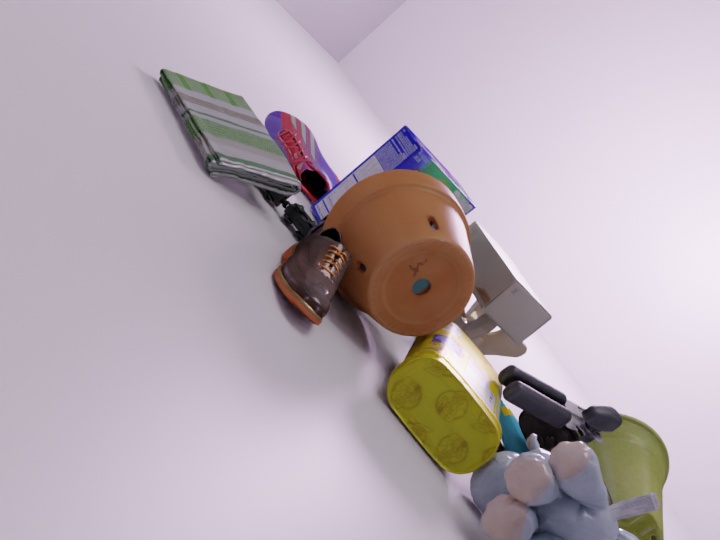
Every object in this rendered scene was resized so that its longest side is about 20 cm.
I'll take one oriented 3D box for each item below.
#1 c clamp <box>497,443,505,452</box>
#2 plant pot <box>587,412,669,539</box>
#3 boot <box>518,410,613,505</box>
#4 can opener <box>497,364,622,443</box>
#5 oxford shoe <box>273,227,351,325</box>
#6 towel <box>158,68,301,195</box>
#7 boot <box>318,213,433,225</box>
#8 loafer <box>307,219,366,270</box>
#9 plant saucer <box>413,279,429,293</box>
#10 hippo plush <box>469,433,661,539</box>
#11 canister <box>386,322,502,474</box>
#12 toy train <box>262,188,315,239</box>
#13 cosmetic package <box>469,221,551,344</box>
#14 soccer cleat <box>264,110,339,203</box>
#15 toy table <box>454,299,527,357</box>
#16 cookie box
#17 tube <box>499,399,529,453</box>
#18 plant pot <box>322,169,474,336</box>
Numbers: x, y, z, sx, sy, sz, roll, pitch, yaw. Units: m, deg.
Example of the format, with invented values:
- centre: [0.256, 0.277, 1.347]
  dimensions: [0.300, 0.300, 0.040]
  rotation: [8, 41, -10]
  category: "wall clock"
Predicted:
- centre: [0.158, 0.212, 1.303]
  dimensions: [0.200, 0.027, 0.172]
  rotation: [31, 29, -60]
  category: "c clamp"
- centre: [0.381, 0.351, 1.369]
  dimensions: [0.201, 0.200, 0.184]
  rotation: [47, 24, -14]
  category: "plant pot"
- centre: [0.233, 0.272, 1.179]
  dimensions: [0.173, 0.069, 0.200]
  rotation: [-4, 49, -43]
  category: "boot"
- centre: [0.270, 0.173, 1.195]
  dimensions: [0.199, 0.067, 0.054]
  rotation: [30, 34, -33]
  category: "can opener"
- centre: [-0.051, -0.003, 1.037]
  dimensions: [0.071, 0.073, 0.200]
  rotation: [46, 12, -20]
  category: "oxford shoe"
- centre: [-0.172, -0.177, 1.167]
  dimensions: [0.149, 0.031, 0.200]
  rotation: [14, 34, -47]
  category: "towel"
- centre: [0.021, -0.067, 1.265]
  dimensions: [0.075, 0.199, 0.074]
  rotation: [28, 51, -42]
  category: "boot"
- centre: [0.000, 0.000, 1.247]
  dimensions: [0.200, 0.072, 0.063]
  rotation: [42, 18, -48]
  category: "loafer"
- centre: [0.071, -0.013, 1.348]
  dimensions: [0.019, 0.069, 0.201]
  rotation: [155, -74, -72]
  category: "plant saucer"
- centre: [0.209, 0.240, 1.020]
  dimensions: [0.161, 0.199, 0.160]
  rotation: [-130, -145, -67]
  category: "hippo plush"
- centre: [0.113, 0.149, 1.122]
  dimensions: [0.149, 0.086, 0.200]
  rotation: [50, 15, -1]
  category: "canister"
- centre: [-0.123, -0.122, 1.239]
  dimensions: [0.200, 0.034, 0.046]
  rotation: [52, 8, 6]
  category: "toy train"
- centre: [0.215, 0.017, 1.427]
  dimensions: [0.105, 0.071, 0.200]
  rotation: [43, 13, -28]
  category: "cosmetic package"
- centre: [-0.096, -0.184, 1.471]
  dimensions: [0.201, 0.067, 0.076]
  rotation: [55, 17, 10]
  category: "soccer cleat"
- centre: [0.175, 0.099, 1.486]
  dimensions: [0.200, 0.117, 0.184]
  rotation: [46, 12, -16]
  category: "toy table"
- centre: [0.053, -0.099, 1.426]
  dimensions: [0.171, 0.200, 0.075]
  rotation: [39, 16, -41]
  category: "cookie box"
- centre: [0.229, 0.256, 1.310]
  dimensions: [0.201, 0.050, 0.078]
  rotation: [-109, 178, -45]
  category: "tube"
- centre: [0.058, -0.009, 1.143]
  dimensions: [0.200, 0.200, 0.140]
  rotation: [44, 11, -30]
  category: "plant pot"
